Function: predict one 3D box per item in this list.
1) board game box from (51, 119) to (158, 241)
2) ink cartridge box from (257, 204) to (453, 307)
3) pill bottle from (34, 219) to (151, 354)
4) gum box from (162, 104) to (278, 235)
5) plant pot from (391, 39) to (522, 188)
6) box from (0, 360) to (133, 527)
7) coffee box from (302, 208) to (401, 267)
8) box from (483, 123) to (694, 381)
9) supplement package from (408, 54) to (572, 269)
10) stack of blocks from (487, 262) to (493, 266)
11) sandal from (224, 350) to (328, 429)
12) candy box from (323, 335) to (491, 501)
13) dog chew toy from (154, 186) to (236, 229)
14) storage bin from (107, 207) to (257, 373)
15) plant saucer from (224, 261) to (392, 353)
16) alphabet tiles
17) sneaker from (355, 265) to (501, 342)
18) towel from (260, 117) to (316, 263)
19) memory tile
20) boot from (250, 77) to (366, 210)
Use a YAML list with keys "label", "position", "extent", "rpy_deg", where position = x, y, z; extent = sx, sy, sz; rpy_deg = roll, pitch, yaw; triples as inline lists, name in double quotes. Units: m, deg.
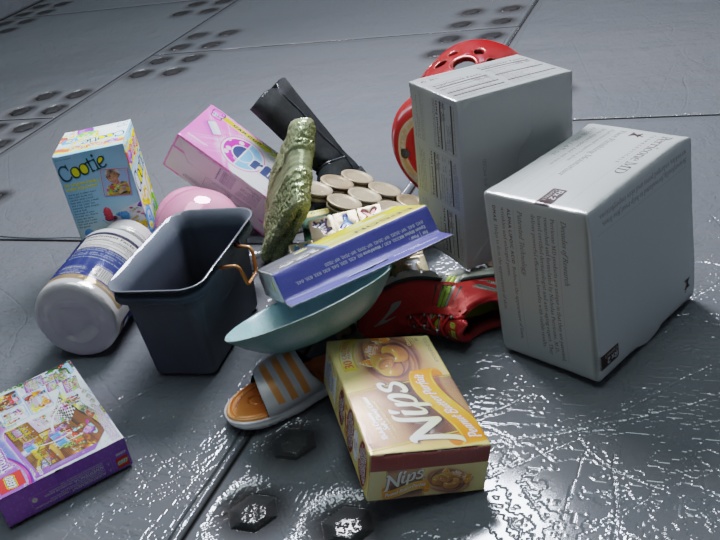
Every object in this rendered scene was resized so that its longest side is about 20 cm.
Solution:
- label: "board game box"
  position: [-0.361, -0.101, 1.364]
  extent: [0.104, 0.201, 0.103]
  rpy_deg: [-11, 29, 0]
- label: "ink cartridge box"
  position: [-0.015, -0.021, 1.078]
  extent: [0.197, 0.047, 0.200]
  rpy_deg: [-24, 6, -12]
- label: "pill bottle"
  position: [-0.343, 0.013, 1.247]
  extent: [0.110, 0.112, 0.200]
  rpy_deg: [-5, 29, 12]
- label: "gum box"
  position: [-0.183, -0.151, 1.424]
  extent: [0.199, 0.066, 0.114]
  rpy_deg: [36, 38, -3]
- label: "plant pot"
  position: [0.153, -0.217, 1.380]
  extent: [0.199, 0.202, 0.183]
  rpy_deg: [9, 38, 33]
- label: "box"
  position: [-0.349, 0.182, 1.024]
  extent: [0.136, 0.039, 0.200]
  rpy_deg: [-25, 31, -23]
- label: "coffee box"
  position: [-0.016, -0.031, 1.270]
  extent: [0.122, 0.044, 0.200]
  rpy_deg: [-11, 29, -1]
- label: "box"
  position: [0.252, -0.026, 1.001]
  extent: [0.198, 0.201, 0.130]
  rpy_deg: [-33, 34, -34]
- label: "supplement package"
  position: [0.155, -0.131, 1.091]
  extent: [0.155, 0.201, 0.111]
  rpy_deg: [-18, 29, -20]
- label: "stack of blocks"
  position: [0.210, -0.050, 1.206]
  extent: [0.114, 0.059, 0.200]
  rpy_deg: [-18, 29, -11]
- label: "sandal"
  position: [-0.060, 0.105, 1.031]
  extent: [0.206, 0.060, 0.079]
  rpy_deg: [-23, 30, -19]
- label: "candy box"
  position: [0.039, 0.138, 0.918]
  extent: [0.115, 0.056, 0.200]
  rpy_deg: [-3, 27, -13]
- label: "dog chew toy"
  position: [-0.242, -0.066, 1.349]
  extent: [0.124, 0.125, 0.200]
  rpy_deg: [-20, 22, -15]
- label: "storage bin"
  position: [-0.191, 0.028, 1.141]
  extent: [0.144, 0.135, 0.200]
  rpy_deg: [-2, 31, 18]
- label: "plant saucer"
  position: [-0.050, 0.048, 1.017]
  extent: [0.200, 0.039, 0.201]
  rpy_deg: [-24, 8, 4]
- label: "alphabet tiles"
  position: [0.000, 0.000, 1.168]
  extent: [0.165, 0.006, 0.201]
  rpy_deg: [-13, 53, -3]
- label: "sneaker"
  position: [0.093, 0.047, 1.062]
  extent: [0.198, 0.077, 0.085]
  rpy_deg: [-11, 41, -4]
- label: "towel"
  position: [-0.102, -0.103, 1.263]
  extent: [0.036, 0.200, 0.149]
  rpy_deg: [9, 66, -16]
- label: "memory tile"
  position: [0.025, -0.090, 1.299]
  extent: [0.199, 0.017, 0.153]
  rpy_deg: [27, 29, 26]
- label: "boot"
  position: [-0.088, -0.187, 1.415]
  extent: [0.065, 0.200, 0.165]
  rpy_deg: [-35, 12, 25]
